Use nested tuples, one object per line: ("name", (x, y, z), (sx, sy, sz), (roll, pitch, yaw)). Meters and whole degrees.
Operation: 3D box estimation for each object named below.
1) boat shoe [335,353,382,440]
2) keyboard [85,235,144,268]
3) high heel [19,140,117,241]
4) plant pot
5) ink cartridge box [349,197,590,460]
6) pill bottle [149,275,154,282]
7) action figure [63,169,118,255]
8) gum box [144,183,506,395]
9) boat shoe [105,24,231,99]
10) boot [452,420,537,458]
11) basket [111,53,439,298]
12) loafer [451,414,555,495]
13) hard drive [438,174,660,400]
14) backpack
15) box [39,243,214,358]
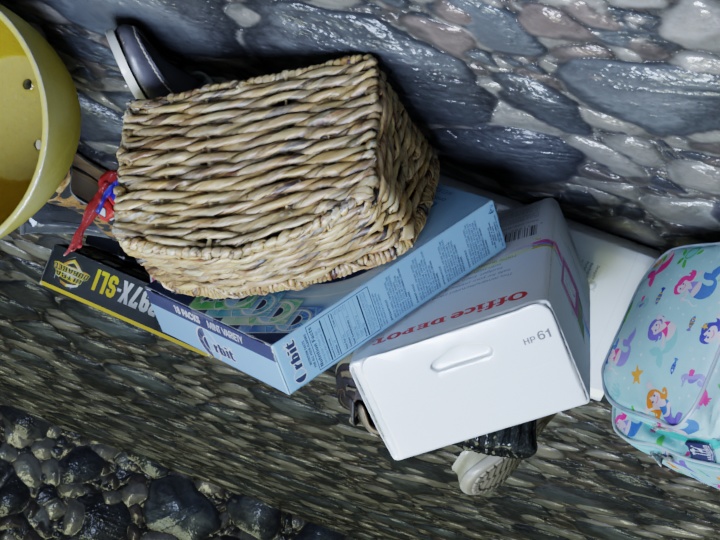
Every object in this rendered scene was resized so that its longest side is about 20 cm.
("boat shoe", (0.012, 0.119, 1.606), (0.074, 0.073, 0.200), (21, 162, -8))
("keyboard", (-0.181, -0.012, 1.741), (0.200, 0.040, 0.104), (20, -173, -7))
("high heel", (-0.232, -0.088, 1.523), (0.142, 0.072, 0.200), (-1, 154, -15))
("plant pot", (-0.290, -0.113, 1.279), (0.200, 0.200, 0.142), (14, -171, 18))
("ink cartridge box", (0.083, 0.038, 1.204), (0.144, 0.200, 0.085), (-19, 107, 15))
("pill bottle", (-0.102, -0.010, 1.486), (0.113, 0.114, 0.200), (25, 163, -20))
("action figure", (-0.179, -0.052, 1.427), (0.065, 0.099, 0.200), (30, 155, -27))
("gum box", (-0.026, -0.002, 1.205), (0.170, 0.200, 0.045), (21, 136, 50))
("boat shoe", (-0.120, -0.127, 1.261), (0.063, 0.073, 0.200), (-30, 142, 8))
("boot", (0.138, 0.074, 1.405), (0.079, 0.158, 0.211), (21, 164, -8))
("basket", (-0.054, -0.042, 1.179), (0.200, 0.143, 0.149), (-9, 152, 17))
("loafer", (0.139, 0.128, 1.555), (0.068, 0.200, 0.076), (36, 142, 15))
("hard drive", (0.115, 0.011, 1.316), (0.200, 0.132, 0.027), (19, -153, 0))
("backpack", (0.265, 0.068, 1.216), (0.150, 0.178, 0.200), (27, 172, -15))
("box", (-0.201, 0.030, 1.720), (0.200, 0.049, 0.160), (22, -176, 15))
